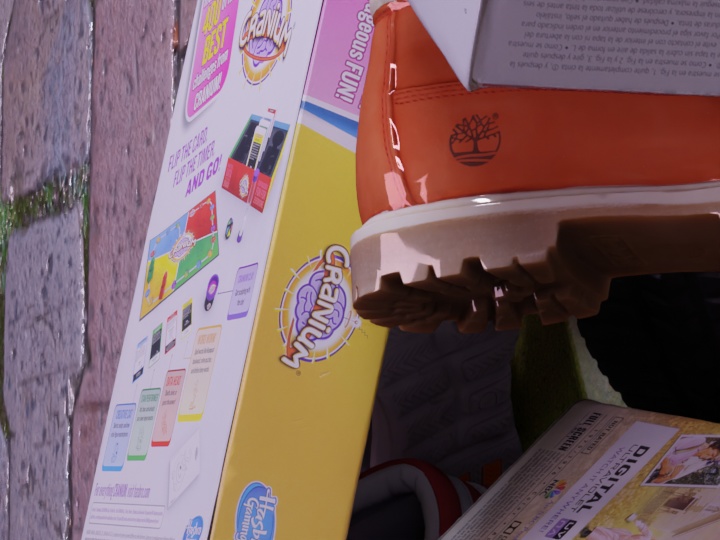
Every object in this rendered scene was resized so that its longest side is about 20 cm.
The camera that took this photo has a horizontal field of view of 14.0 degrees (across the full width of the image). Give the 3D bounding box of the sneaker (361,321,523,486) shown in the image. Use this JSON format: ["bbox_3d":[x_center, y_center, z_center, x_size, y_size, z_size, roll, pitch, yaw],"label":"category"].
[{"bbox_3d":[0.000,0.000,0.962,0.112,0.077,0.201,44,143,39],"label":"sneaker"}]

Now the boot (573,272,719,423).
[{"bbox_3d":[0.119,-0.046,0.912,0.077,0.138,0.201,-1,124,41],"label":"boot"}]

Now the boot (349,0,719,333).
[{"bbox_3d":[0.093,-0.049,0.779,0.075,0.199,0.108,55,-149,-68],"label":"boot"}]

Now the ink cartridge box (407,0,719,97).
[{"bbox_3d":[0.101,-0.115,0.747,0.176,0.199,0.084,-117,34,-56],"label":"ink cartridge box"}]

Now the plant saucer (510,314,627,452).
[{"bbox_3d":[0.076,0.074,1.044,0.200,0.048,0.201,114,152,-48],"label":"plant saucer"}]

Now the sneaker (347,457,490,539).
[{"bbox_3d":[-0.007,0.153,0.922,0.071,0.112,0.201,18,78,37],"label":"sneaker"}]

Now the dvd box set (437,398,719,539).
[{"bbox_3d":[0.075,0.099,0.758,0.200,0.146,0.029,6,135,58],"label":"dvd box set"}]

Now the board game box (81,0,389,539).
[{"bbox_3d":[-0.029,-0.004,0.886,0.153,0.040,0.201,171,112,-71],"label":"board game box"}]
